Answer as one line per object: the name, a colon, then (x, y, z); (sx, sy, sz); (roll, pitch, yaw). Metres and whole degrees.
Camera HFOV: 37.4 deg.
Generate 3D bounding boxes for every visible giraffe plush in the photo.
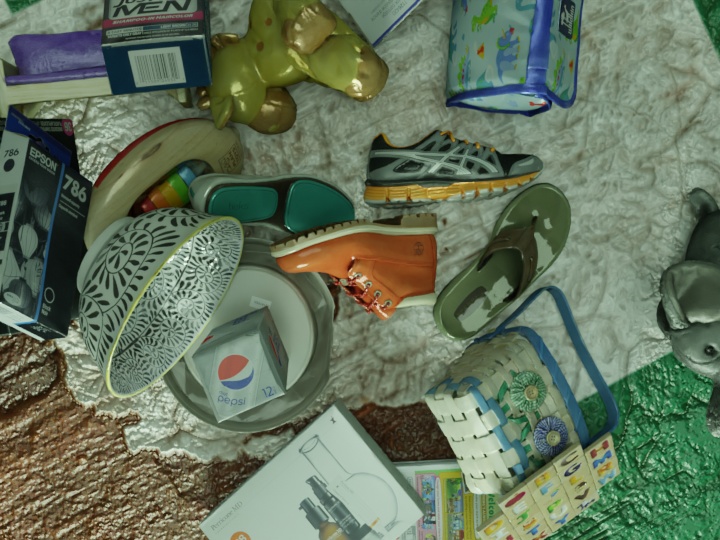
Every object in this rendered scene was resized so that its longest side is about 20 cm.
giraffe plush: (-0.089, -0.209, 1.082); (0.200, 0.173, 0.162); (43, 100, 0)

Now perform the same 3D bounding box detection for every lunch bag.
lunch bag: (0.160, -0.250, 1.066); (0.125, 0.200, 0.174); (4, 92, -3)

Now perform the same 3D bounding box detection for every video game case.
video game case: (0.075, 0.313, 1.181); (0.178, 0.022, 0.205); (-2, 92, -3)

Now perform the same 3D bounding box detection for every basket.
basket: (0.182, 0.137, 1.129); (0.199, 0.138, 0.178); (-35, 98, -35)

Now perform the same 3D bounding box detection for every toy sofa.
toy sofa: (-0.274, -0.209, 1.099); (0.196, 0.083, 0.100); (-6, 94, -3)

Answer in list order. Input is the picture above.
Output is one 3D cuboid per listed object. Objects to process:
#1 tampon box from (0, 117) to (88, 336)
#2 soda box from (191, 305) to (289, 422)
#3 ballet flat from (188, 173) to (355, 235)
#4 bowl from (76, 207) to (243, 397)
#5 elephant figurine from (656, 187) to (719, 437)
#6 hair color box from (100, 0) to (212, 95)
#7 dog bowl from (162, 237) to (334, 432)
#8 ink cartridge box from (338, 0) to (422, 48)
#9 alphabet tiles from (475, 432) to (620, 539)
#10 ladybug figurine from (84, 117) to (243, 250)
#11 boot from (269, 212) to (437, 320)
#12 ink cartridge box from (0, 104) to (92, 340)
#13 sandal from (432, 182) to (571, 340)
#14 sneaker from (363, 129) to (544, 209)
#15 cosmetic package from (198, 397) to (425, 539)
tampon box: (-0.361, -0.040, 1.052); (0.124, 0.149, 0.204); (-8, 94, 23)
soda box: (-0.110, 0.084, 1.008); (0.067, 0.200, 0.064); (-22, 95, -1)
ballet flat: (-0.093, -0.075, 1.111); (0.197, 0.069, 0.071); (3, 94, -41)
bowl: (-0.207, 0.011, 1.014); (0.093, 0.201, 0.203); (33, 91, 12)
elephant figurine: (0.370, 0.041, 1.124); (0.200, 0.155, 0.142); (-44, 117, -9)
hair color box: (-0.199, -0.264, 1.051); (0.098, 0.202, 0.061); (-6, 138, -4)
dog bowl: (-0.120, 0.066, 1.136); (0.196, 0.059, 0.205); (0, 93, -5)
ink cartridge box: (0.022, -0.369, 1.073); (0.197, 0.047, 0.201); (-38, 93, 33)
alphabet tiles: (0.200, 0.239, 1.110); (0.165, 0.201, 0.006); (-35, 58, -1)
ladybug figurine: (-0.207, -0.087, 1.097); (0.199, 0.137, 0.072); (-39, 53, -17)
boot: (0.000, 0.000, 1.100); (0.197, 0.075, 0.110); (-5, 91, -30)
ink cartridge box: (-0.300, -0.047, 0.989); (0.038, 0.099, 0.204); (-8, 67, 23)
sandal: (0.160, -0.003, 1.150); (0.079, 0.057, 0.202); (39, 90, -5)
sneaker: (0.099, -0.112, 1.134); (0.196, 0.078, 0.079); (-4, 84, -5)
cosmetic package: (-0.051, 0.261, 1.141); (0.200, 0.052, 0.151); (-42, 87, 5)
